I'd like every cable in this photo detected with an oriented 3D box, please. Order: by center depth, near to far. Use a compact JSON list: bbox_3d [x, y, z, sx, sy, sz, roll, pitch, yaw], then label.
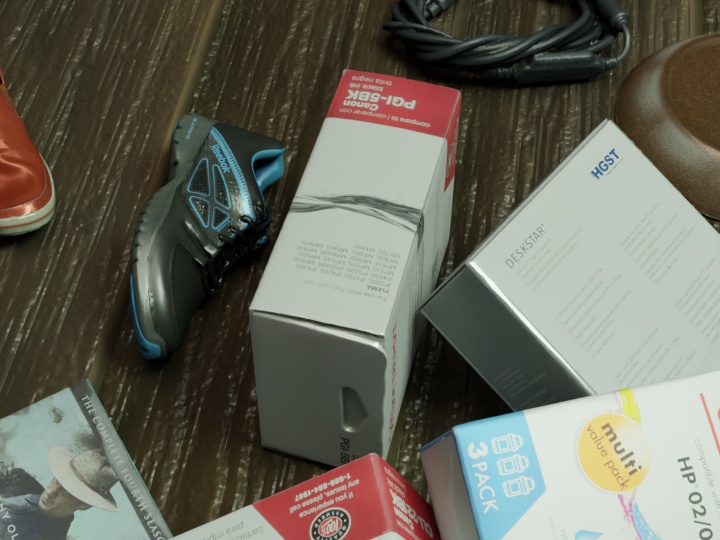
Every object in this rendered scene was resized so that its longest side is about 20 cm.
[{"bbox_3d":[0.113,-0.216,1.023,0.196,0.051,0.165,-6,52,-7],"label":"cable"}]

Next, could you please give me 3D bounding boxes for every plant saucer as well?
[{"bbox_3d":[0.296,-0.121,0.967,0.197,0.037,0.203,2,51,-2],"label":"plant saucer"}]

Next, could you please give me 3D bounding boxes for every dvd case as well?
[{"bbox_3d":[-0.218,0.161,0.727,0.198,0.022,0.147,-24,57,-21],"label":"dvd case"}]

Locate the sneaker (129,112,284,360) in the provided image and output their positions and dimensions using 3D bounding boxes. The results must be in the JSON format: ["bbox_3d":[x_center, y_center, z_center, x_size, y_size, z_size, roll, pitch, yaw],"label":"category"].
[{"bbox_3d":[-0.103,-0.028,0.848,0.080,0.074,0.202,9,53,2],"label":"sneaker"}]

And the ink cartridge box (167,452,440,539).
[{"bbox_3d":[-0.019,0.217,0.621,0.143,0.084,0.202,-24,52,13],"label":"ink cartridge box"}]

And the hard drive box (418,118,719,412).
[{"bbox_3d":[0.161,0.036,0.766,0.200,0.077,0.156,47,60,2],"label":"hard drive box"}]

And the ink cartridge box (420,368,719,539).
[{"bbox_3d":[0.142,0.121,0.647,0.197,0.068,0.117,-10,75,-16],"label":"ink cartridge box"}]

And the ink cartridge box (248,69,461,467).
[{"bbox_3d":[0.000,0.000,0.784,0.081,0.148,0.202,12,51,9],"label":"ink cartridge box"}]

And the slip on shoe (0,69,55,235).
[{"bbox_3d":[-0.274,-0.103,0.907,0.073,0.062,0.201,-18,56,-19],"label":"slip on shoe"}]
